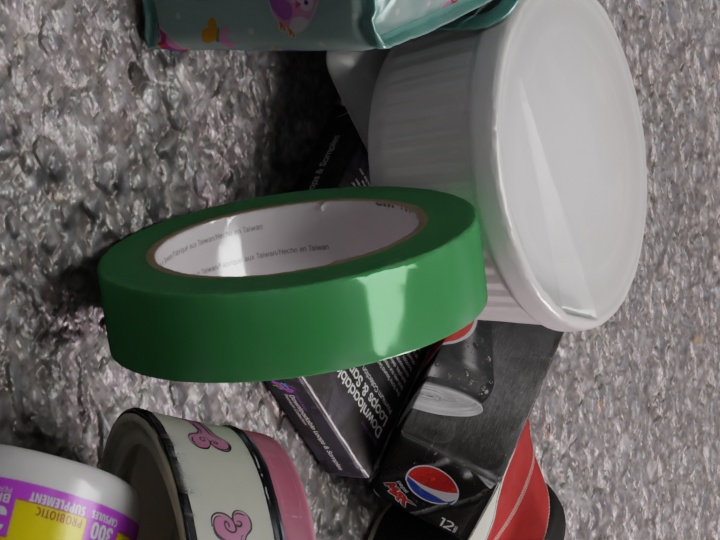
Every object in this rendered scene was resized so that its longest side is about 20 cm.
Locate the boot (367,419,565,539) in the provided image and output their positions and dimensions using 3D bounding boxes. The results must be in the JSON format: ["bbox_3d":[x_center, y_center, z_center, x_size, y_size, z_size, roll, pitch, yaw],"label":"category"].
[{"bbox_3d":[0.072,0.183,1.739,0.200,0.072,0.145,-60,139,-40],"label":"boot"}]

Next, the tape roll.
[{"bbox_3d":[-0.035,0.004,1.448,0.200,0.199,0.049,-27,114,-53],"label":"tape roll"}]

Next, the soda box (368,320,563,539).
[{"bbox_3d":[0.074,0.063,1.695,0.200,0.070,0.063,-63,-179,-44],"label":"soda box"}]

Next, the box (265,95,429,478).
[{"bbox_3d":[0.000,0.000,1.650,0.143,0.036,0.201,58,45,-40],"label":"box"}]

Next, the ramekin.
[{"bbox_3d":[0.081,-0.063,1.585,0.202,0.094,0.204,17,70,-60],"label":"ramekin"}]

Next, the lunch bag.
[{"bbox_3d":[-0.003,-0.186,1.511,0.200,0.170,0.123,-27,114,-51],"label":"lunch bag"}]

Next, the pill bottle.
[{"bbox_3d":[-0.174,0.190,1.334,0.104,0.104,0.201,33,65,-52],"label":"pill bottle"}]

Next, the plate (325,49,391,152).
[{"bbox_3d":[0.057,-0.115,1.680,0.201,0.032,0.200,62,36,-34],"label":"plate"}]

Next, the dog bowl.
[{"bbox_3d":[-0.075,0.166,1.394,0.073,0.200,0.202,-2,94,-19],"label":"dog bowl"}]
